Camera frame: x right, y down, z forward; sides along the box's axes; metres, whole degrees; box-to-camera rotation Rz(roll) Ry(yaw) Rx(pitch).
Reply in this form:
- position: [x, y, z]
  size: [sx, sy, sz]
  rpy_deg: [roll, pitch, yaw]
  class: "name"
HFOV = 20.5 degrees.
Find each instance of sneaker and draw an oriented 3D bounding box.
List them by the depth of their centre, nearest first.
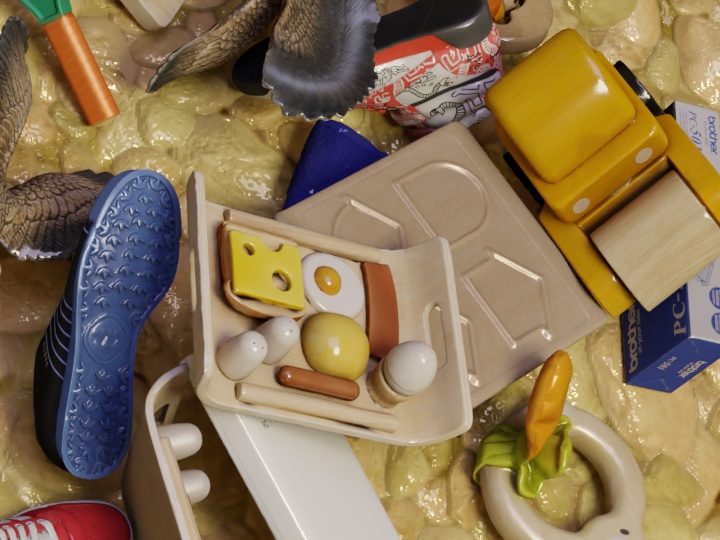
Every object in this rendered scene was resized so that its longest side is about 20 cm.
- position: [-0.221, 0.174, 1.216]
  size: [0.198, 0.113, 0.072]
  rpy_deg: [-15, 72, -28]
  class: "sneaker"
- position: [-0.172, 0.030, 1.282]
  size: [0.070, 0.078, 0.202]
  rpy_deg: [13, 92, -33]
  class: "sneaker"
- position: [0.011, -0.136, 1.495]
  size: [0.199, 0.108, 0.068]
  rpy_deg: [-15, 43, 8]
  class: "sneaker"

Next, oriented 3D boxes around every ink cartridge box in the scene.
- position: [0.238, -0.018, 1.515]
  size: [0.044, 0.094, 0.202]
  rpy_deg: [12, 61, -21]
  class: "ink cartridge box"

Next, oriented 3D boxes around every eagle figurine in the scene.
- position: [-0.238, -0.058, 1.313]
  size: [0.150, 0.152, 0.200]
  rpy_deg: [36, 60, 23]
  class: "eagle figurine"
- position: [-0.057, -0.197, 1.435]
  size: [0.150, 0.152, 0.202]
  rpy_deg: [17, 80, -16]
  class: "eagle figurine"

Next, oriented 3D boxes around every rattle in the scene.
- position: [0.184, 0.158, 1.384]
  size: [0.200, 0.143, 0.130]
  rpy_deg: [49, 39, 14]
  class: "rattle"

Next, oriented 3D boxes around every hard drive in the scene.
- position: [-0.039, 0.127, 1.300]
  size: [0.201, 0.027, 0.132]
  rpy_deg: [61, 21, -2]
  class: "hard drive"

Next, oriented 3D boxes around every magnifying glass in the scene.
- position: [-0.223, -0.198, 1.411]
  size: [0.202, 0.079, 0.022]
  rpy_deg: [66, 26, -8]
  class: "magnifying glass"

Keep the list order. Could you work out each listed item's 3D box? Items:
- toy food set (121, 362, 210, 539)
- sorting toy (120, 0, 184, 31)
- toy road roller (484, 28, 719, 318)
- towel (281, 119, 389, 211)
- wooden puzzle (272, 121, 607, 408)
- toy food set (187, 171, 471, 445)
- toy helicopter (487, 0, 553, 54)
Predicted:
- position: [-0.096, 0.175, 1.246]
  size: [0.060, 0.144, 0.202]
  rpy_deg: [-12, 70, -18]
  class: "toy food set"
- position: [-0.148, -0.319, 1.467]
  size: [0.200, 0.069, 0.200]
  rpy_deg: [51, 51, -29]
  class: "sorting toy"
- position: [0.170, -0.081, 1.437]
  size: [0.123, 0.146, 0.201]
  rpy_deg: [-38, 52, 8]
  class: "toy road roller"
- position: [0.000, 0.000, 1.438]
  size: [0.147, 0.050, 0.201]
  rpy_deg: [25, 56, -6]
  class: "towel"
- position: [0.054, 0.006, 1.403]
  size: [0.199, 0.046, 0.186]
  rpy_deg: [-27, 75, -36]
  class: "wooden puzzle"
- position: [-0.021, 0.022, 1.259]
  size: [0.199, 0.060, 0.145]
  rpy_deg: [15, 54, -33]
  class: "toy food set"
- position: [0.095, -0.254, 1.590]
  size: [0.131, 0.079, 0.201]
  rpy_deg: [-12, 58, -20]
  class: "toy helicopter"
